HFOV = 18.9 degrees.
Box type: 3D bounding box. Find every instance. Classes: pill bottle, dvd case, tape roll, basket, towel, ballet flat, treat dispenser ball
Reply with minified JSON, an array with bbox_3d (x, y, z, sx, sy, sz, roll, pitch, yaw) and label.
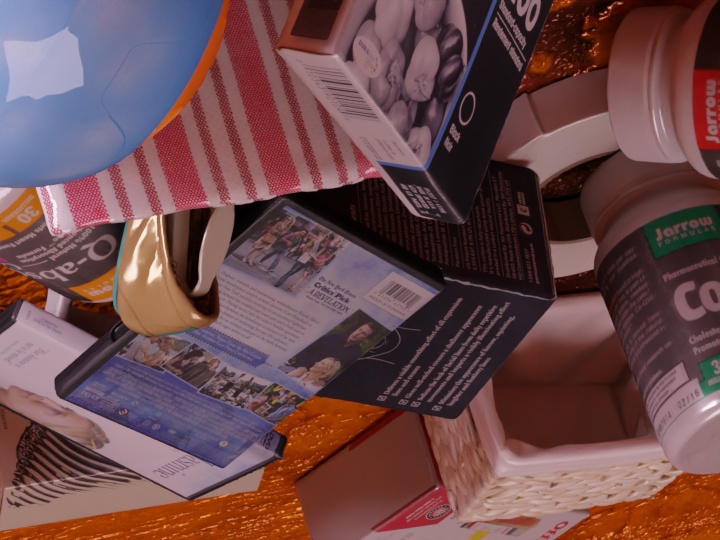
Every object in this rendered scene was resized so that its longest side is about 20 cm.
[{"bbox_3d":[-0.166,-0.049,1.230,0.116,0.117,0.200,-30,148,19],"label":"pill bottle"},{"bbox_3d":[-0.066,0.037,1.282,0.200,0.018,0.142,-40,135,24],"label":"dvd case"},{"bbox_3d":[-0.164,0.089,1.417,0.199,0.018,0.143,29,151,-19],"label":"dvd case"},{"bbox_3d":[0.152,-0.063,1.466,0.201,0.037,0.203,-14,151,-8],"label":"tape roll"},{"bbox_3d":[0.154,0.105,1.652,0.199,0.136,0.124,-4,151,-25],"label":"basket"},{"bbox_3d":[-0.089,-0.101,1.138,0.199,0.147,0.030,-11,168,-23],"label":"towel"},{"bbox_3d":[-0.092,-0.063,1.179,0.063,0.201,0.068,5,-178,32],"label":"ballet flat"},{"bbox_3d":[-0.159,-0.139,0.998,0.200,0.202,0.201,-14,150,-8],"label":"treat dispenser ball"},{"bbox_3d":[0.256,-0.109,1.295,0.199,0.115,0.114,4,163,32],"label":"pill bottle"},{"bbox_3d":[0.217,0.020,1.401,0.112,0.201,0.113,-14,150,-8],"label":"pill bottle"}]

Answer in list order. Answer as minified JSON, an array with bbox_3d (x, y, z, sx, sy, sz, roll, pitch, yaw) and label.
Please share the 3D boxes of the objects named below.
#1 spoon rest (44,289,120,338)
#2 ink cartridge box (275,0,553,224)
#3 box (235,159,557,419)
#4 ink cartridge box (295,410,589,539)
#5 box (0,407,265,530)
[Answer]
[{"bbox_3d":[-0.134,0.053,1.460,0.199,0.100,0.060,25,158,-34],"label":"spoon rest"},{"bbox_3d":[0.042,-0.153,1.114,0.043,0.201,0.198,12,163,27],"label":"ink cartridge box"},{"bbox_3d":[0.000,0.000,1.376,0.199,0.108,0.149,11,141,-23],"label":"box"},{"bbox_3d":[0.071,0.191,1.791,0.199,0.084,0.145,15,136,-45],"label":"ink cartridge box"},{"bbox_3d":[-0.170,0.124,1.550,0.199,0.083,0.069,-9,148,-20],"label":"box"}]
